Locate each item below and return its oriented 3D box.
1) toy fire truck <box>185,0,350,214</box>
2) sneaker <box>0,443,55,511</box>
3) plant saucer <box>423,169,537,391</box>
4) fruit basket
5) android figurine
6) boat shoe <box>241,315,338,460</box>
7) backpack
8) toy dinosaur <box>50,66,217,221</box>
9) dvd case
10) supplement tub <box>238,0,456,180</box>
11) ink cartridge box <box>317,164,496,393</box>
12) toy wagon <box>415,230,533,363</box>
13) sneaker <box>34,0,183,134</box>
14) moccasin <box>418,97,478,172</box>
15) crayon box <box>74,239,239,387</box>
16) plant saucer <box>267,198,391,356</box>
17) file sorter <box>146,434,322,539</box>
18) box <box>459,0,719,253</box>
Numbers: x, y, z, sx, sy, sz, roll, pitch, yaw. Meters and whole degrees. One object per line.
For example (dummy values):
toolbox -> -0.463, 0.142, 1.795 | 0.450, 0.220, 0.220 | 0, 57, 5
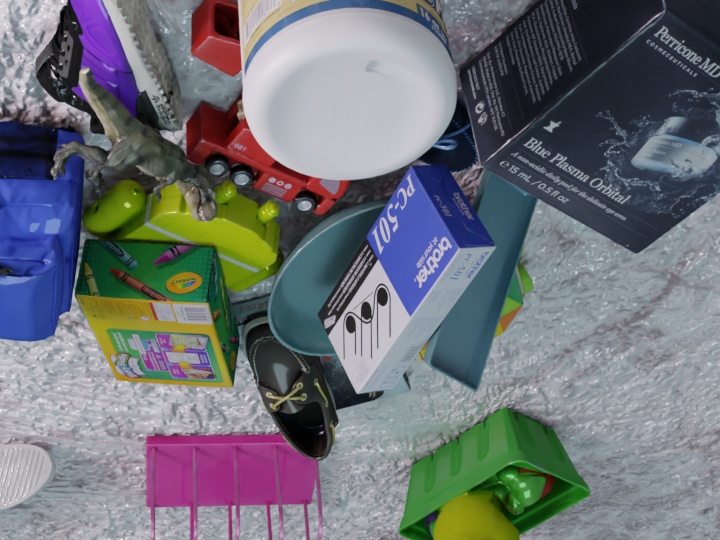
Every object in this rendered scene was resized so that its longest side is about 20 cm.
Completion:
toy fire truck -> -0.073, -0.130, 1.123 | 0.199, 0.049, 0.141 | 21, 133, -30
sneaker -> -0.426, 0.248, 1.532 | 0.199, 0.074, 0.082 | -21, 169, 10
plant saucer -> 0.108, 0.004, 1.221 | 0.070, 0.201, 0.019 | 30, 163, -38
fruit basket -> 0.146, 0.283, 1.540 | 0.155, 0.216, 0.215 | 27, 130, -34
android figurine -> -0.153, -0.028, 1.214 | 0.181, 0.041, 0.200 | 23, 146, -31
boat shoe -> -0.067, 0.122, 1.388 | 0.071, 0.061, 0.202 | -15, 140, 10
backpack -> -0.334, -0.034, 1.113 | 0.199, 0.168, 0.163 | 6, 133, -10
toy dinosaur -> -0.191, -0.094, 1.069 | 0.088, 0.048, 0.200 | -22, 146, 17
dvd case -> -0.042, 0.084, 1.411 | 0.145, 0.022, 0.200 | -15, 139, 9
supplement tub -> -0.014, -0.179, 0.952 | 0.144, 0.201, 0.145 | -4, 142, -3
ink cartridge box -> 0.035, 0.011, 1.182 | 0.044, 0.094, 0.200 | -4, 142, -36
toy wagon -> 0.086, 0.017, 1.283 | 0.155, 0.040, 0.200 | -32, 146, -4
sneaker -> -0.208, -0.171, 1.038 | 0.099, 0.070, 0.201 | -9, 140, 6
moccasin -> 0.029, -0.125, 1.128 | 0.080, 0.068, 0.200 | -36, 135, 30
crayon box -> -0.183, 0.044, 1.253 | 0.118, 0.059, 0.200 | 3, 154, 3
plant saucer -> 0.000, 0.000, 1.271 | 0.199, 0.036, 0.201 | -18, 141, -15
file sorter -> -0.145, 0.277, 1.548 | 0.199, 0.126, 0.139 | 0, 140, -9
box -> 0.222, -0.142, 1.101 | 0.196, 0.118, 0.200 | 25, 130, -33
